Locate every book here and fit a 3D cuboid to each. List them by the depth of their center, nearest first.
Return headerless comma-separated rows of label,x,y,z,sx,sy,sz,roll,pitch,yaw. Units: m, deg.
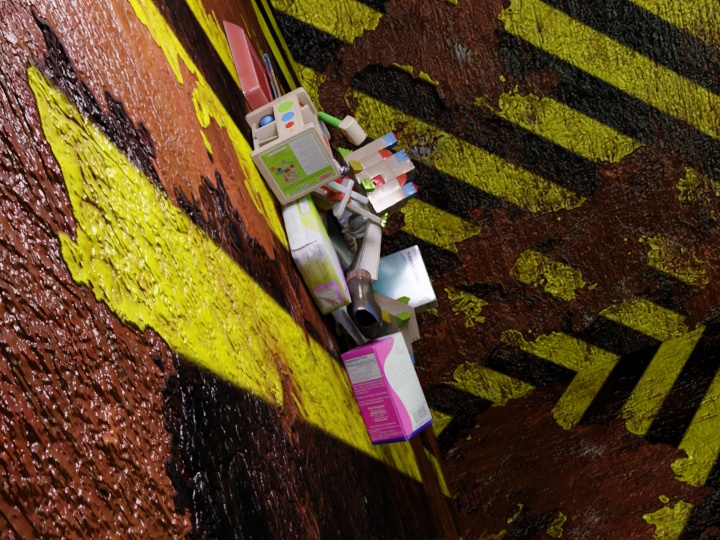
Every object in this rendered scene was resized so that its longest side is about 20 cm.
book,0.000,0.000,1.763,0.200,0.047,0.135,119,-15,-60

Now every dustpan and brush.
dustpan and brush,-0.045,0.081,1.701,0.140,0.057,0.202,55,21,-48

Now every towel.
towel,-0.194,-0.384,1.809,0.201,0.021,0.148,83,-11,-60

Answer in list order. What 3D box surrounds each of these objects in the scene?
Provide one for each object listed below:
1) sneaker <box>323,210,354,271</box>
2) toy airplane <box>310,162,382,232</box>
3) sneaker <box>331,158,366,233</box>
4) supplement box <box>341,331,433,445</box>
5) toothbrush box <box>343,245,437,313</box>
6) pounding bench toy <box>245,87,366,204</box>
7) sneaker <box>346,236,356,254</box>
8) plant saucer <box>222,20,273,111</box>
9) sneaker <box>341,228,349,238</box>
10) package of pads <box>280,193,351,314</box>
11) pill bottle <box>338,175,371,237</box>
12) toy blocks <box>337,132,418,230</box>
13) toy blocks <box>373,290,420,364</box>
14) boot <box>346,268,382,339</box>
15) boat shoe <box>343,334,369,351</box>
sneaker,-0.068,-0.075,1.723,0.106,0.075,0.201,45,23,-23
toy airplane,-0.066,-0.144,1.581,0.199,0.142,0.199,36,14,18
sneaker,-0.048,-0.160,1.722,0.202,0.074,0.082,64,7,17
supplement box,0.055,0.244,1.600,0.101,0.103,0.202,-20,91,-49
toothbrush box,0.075,0.046,1.908,0.085,0.198,0.148,55,15,-73
pounding bench toy,-0.094,-0.252,1.433,0.125,0.198,0.157,57,12,-42
sneaker,-0.067,-0.105,2.094,0.088,0.080,0.202,-155,-136,-85
plant saucer,-0.224,-0.404,1.656,0.200,0.036,0.202,63,8,-66
sneaker,-0.072,-0.086,1.851,0.200,0.081,0.071,-56,128,-85
package of pads,-0.086,-0.029,1.489,0.201,0.068,0.155,66,5,-45
pill bottle,-0.053,-0.175,1.857,0.199,0.113,0.112,36,-10,22
toy blocks,0.057,-0.209,1.707,0.201,0.136,0.100,59,-10,17
toy blocks,0.071,0.136,1.736,0.199,0.099,0.138,22,-51,58
boot,0.007,0.099,1.578,0.201,0.074,0.098,75,8,-46
boat shoe,0.015,0.192,1.743,0.075,0.073,0.202,62,9,-64
